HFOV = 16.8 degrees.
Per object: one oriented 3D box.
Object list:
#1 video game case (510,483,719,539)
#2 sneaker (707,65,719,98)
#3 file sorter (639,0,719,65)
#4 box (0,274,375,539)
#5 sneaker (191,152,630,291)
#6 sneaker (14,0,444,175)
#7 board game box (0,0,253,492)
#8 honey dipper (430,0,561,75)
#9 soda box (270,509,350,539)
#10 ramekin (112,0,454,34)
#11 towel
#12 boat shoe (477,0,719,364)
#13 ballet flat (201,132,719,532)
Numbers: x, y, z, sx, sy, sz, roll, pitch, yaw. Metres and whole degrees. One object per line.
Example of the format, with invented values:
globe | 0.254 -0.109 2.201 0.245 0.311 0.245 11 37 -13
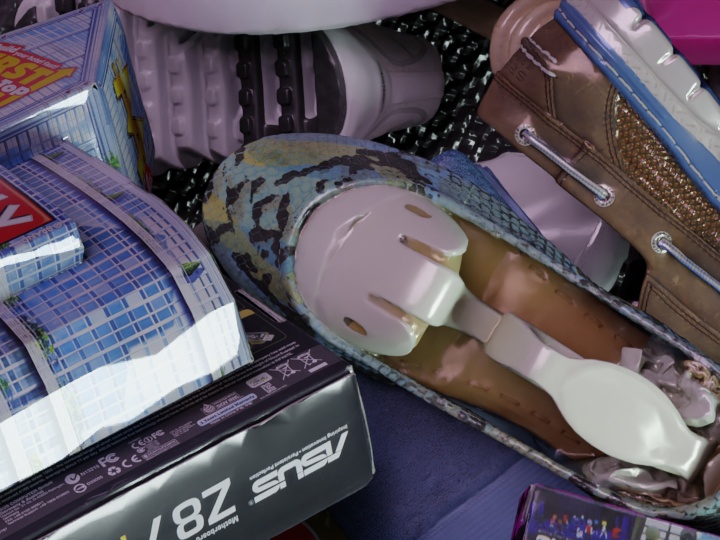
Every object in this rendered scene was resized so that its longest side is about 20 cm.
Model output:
video game case | 0.121 0.176 0.712 0.199 0.036 0.182 15 75 -1
sneaker | 0.203 -0.043 0.817 0.199 0.092 0.076 28 77 27
file sorter | 0.191 -0.160 0.819 0.199 0.126 0.139 3 41 26
box | -0.121 0.058 0.741 0.199 0.049 0.161 -28 37 -25
sneaker | 0.000 0.000 0.862 0.199 0.099 0.078 -20 62 9
sneaker | -0.055 -0.074 0.937 0.199 0.081 0.076 12 108 40
board game box | -0.129 -0.009 0.747 0.199 0.062 0.200 -28 33 -24
honey dipper | 0.030 -0.100 0.903 0.038 0.038 0.200 -49 40 -7
soda box | -0.017 0.144 0.822 0.067 0.064 0.201 -20 62 7
ramekin | -0.011 -0.173 0.892 0.199 0.098 0.201 -8 29 5
towel | 0.049 0.068 0.805 0.111 0.049 0.200 -34 89 0
boat shoe | 0.117 -0.002 0.809 0.072 0.072 0.200 -39 94 10
ballet flat | 0.040 0.016 0.748 0.199 0.074 0.074 27 76 2
